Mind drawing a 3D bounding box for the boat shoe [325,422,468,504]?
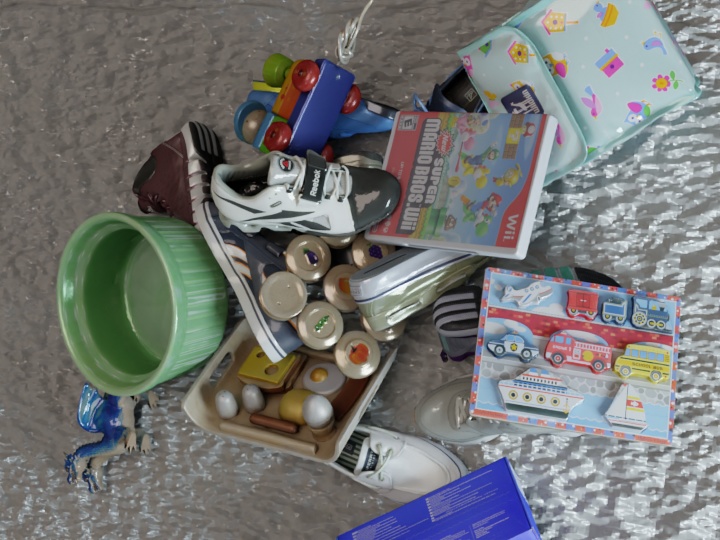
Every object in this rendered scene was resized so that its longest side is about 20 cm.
[{"bbox_3d":[0.015,0.204,1.381,0.198,0.067,0.074,12,87,26],"label":"boat shoe"}]

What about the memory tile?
[{"bbox_3d":[0.000,0.000,1.374,0.153,0.017,0.201,39,72,-3],"label":"memory tile"}]

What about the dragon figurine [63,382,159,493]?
[{"bbox_3d":[-0.296,0.164,1.535,0.098,0.059,0.202,2,83,25],"label":"dragon figurine"}]

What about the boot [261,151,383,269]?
[{"bbox_3d":[-0.054,-0.032,1.446,0.202,0.073,0.155,-19,76,20],"label":"boot"}]

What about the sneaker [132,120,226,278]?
[{"bbox_3d":[-0.211,-0.067,1.532,0.115,0.075,0.202,-22,64,27],"label":"sneaker"}]

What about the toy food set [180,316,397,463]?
[{"bbox_3d":[-0.076,0.119,1.398,0.198,0.061,0.144,11,47,26],"label":"toy food set"}]

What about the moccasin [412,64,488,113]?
[{"bbox_3d":[0.097,-0.181,1.401,0.080,0.068,0.201,41,99,24],"label":"moccasin"}]

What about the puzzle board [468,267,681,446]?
[{"bbox_3d":[0.211,0.082,1.265,0.198,0.017,0.152,9,69,0],"label":"puzzle board"}]

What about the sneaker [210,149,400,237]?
[{"bbox_3d":[-0.059,-0.083,1.335,0.198,0.089,0.075,-4,62,7],"label":"sneaker"}]

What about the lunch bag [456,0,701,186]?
[{"bbox_3d":[0.214,-0.199,1.301,0.199,0.122,0.171,-30,98,20],"label":"lunch bag"}]

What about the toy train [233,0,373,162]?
[{"bbox_3d":[-0.060,-0.212,1.409,0.115,0.084,0.202,28,94,44],"label":"toy train"}]

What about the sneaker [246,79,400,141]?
[{"bbox_3d":[-0.044,-0.165,1.470,0.198,0.066,0.079,11,92,28],"label":"sneaker"}]

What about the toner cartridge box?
[{"bbox_3d":[0.078,0.276,1.316,0.199,0.043,0.095,-26,42,8],"label":"toner cartridge box"}]

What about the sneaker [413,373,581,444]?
[{"bbox_3d":[0.140,0.135,1.321,0.198,0.092,0.077,-9,78,23],"label":"sneaker"}]

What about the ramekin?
[{"bbox_3d":[-0.240,0.033,1.449,0.199,0.097,0.202,5,98,39],"label":"ramekin"}]

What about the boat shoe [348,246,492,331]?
[{"bbox_3d":[0.081,-0.002,1.359,0.198,0.072,0.063,-24,107,-14],"label":"boat shoe"}]

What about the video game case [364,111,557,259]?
[{"bbox_3d":[0.098,-0.090,1.314,0.199,0.017,0.144,7,79,42],"label":"video game case"}]

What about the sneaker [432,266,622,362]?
[{"bbox_3d":[0.175,0.052,1.343,0.198,0.088,0.075,-4,50,4],"label":"sneaker"}]

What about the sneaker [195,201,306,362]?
[{"bbox_3d":[-0.107,-0.002,1.414,0.079,0.078,0.201,-31,71,3],"label":"sneaker"}]
